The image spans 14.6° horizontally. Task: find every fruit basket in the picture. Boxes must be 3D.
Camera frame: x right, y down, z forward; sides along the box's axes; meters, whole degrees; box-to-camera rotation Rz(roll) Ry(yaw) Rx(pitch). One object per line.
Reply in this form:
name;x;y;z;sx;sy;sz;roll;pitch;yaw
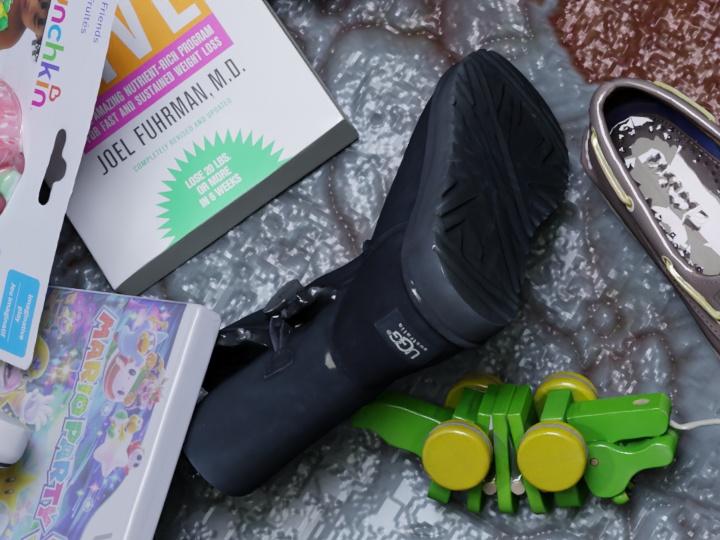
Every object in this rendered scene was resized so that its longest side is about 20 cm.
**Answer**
fruit basket;-0.199;-0.070;1.267;0.200;0.094;0.186;21;99;44

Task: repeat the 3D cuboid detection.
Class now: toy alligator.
toy alligator;0.094;0.080;1.221;0.199;0.059;0.055;0;114;13

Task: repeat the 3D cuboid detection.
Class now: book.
book;-0.110;-0.105;1.325;0.133;0.048;0.200;-36;73;3

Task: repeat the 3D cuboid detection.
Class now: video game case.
video game case;-0.155;0.075;1.245;0.199;0.018;0.144;6;73;43

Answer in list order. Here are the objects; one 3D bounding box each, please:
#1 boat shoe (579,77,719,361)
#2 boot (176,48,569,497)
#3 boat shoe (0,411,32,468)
boat shoe;0.169;-0.005;1.223;0.072;0.060;0.200;-39;70;-1
boot;0.000;0.000;1.241;0.168;0.200;0.076;-32;112;30
boat shoe;-0.215;0.075;1.241;0.200;0.071;0.064;7;74;52
